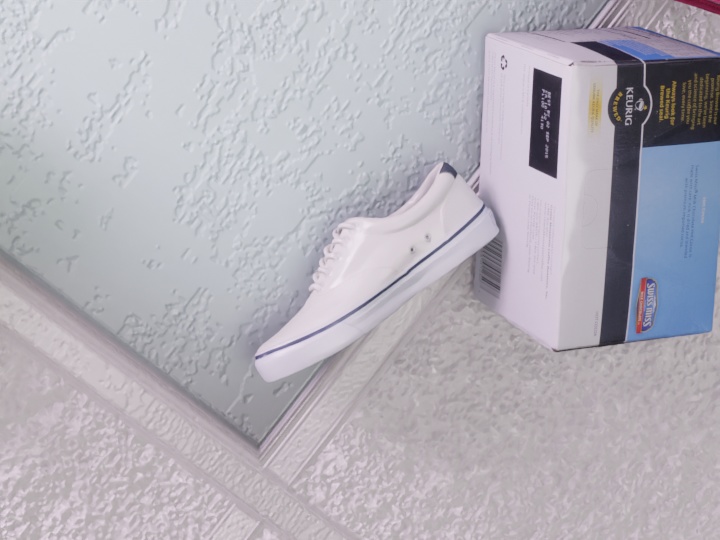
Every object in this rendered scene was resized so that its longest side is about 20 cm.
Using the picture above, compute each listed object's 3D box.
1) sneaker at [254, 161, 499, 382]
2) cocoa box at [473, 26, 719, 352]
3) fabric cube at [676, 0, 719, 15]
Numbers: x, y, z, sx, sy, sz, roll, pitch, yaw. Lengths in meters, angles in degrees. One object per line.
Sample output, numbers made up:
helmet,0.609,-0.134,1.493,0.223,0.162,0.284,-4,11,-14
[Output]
sneaker,0.000,0.000,1.355,0.199,0.073,0.071,-36,95,-12
cocoa box,0.168,-0.062,1.363,0.130,0.133,0.202,-5,108,-23
fabric cube,0.272,-0.271,1.312,0.199,0.196,0.201,13,98,-25
